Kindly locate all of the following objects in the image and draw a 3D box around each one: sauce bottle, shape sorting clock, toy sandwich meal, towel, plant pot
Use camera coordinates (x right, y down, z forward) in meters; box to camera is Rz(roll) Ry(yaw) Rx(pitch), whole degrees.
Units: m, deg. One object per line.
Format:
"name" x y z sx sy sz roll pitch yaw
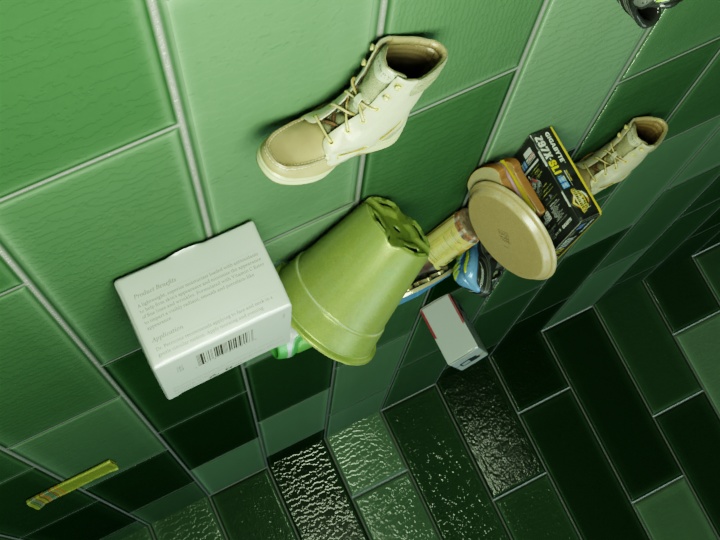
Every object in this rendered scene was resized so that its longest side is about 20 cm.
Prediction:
"sauce bottle" 0.135 -0.038 1.816 0.065 0.067 0.199 -13 164 -42
"shape sorting clock" 0.084 0.033 1.953 0.198 0.040 0.200 -28 -179 1
"toy sandwich meal" 0.244 -0.078 1.618 0.070 0.206 0.206 -38 170 -19
"towel" -0.630 0.469 2.265 0.197 0.018 0.086 -26 166 -8
"plant pot" 0.000 0.000 1.511 0.190 0.201 0.199 -48 157 26

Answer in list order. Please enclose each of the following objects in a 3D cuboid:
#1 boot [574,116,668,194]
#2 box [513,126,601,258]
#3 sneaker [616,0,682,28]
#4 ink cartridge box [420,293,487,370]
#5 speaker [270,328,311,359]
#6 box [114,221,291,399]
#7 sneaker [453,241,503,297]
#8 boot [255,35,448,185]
"boot" 0.432 -0.192 1.801 0.198 0.074 0.156 -22 165 -28
"box" 0.292 -0.110 1.658 0.049 0.162 0.200 -21 164 -20
"sneaker" 0.328 -0.332 1.119 0.070 0.084 0.200 -25 165 -7
"ink cartridge box" 0.223 0.147 2.437 0.082 0.147 0.200 -31 166 8
"speaker" -0.071 0.085 1.822 0.197 0.089 0.089 -22 165 -20
"box" -0.206 0.058 1.393 0.196 0.132 0.200 -24 166 -11
"sneaker" 0.218 -0.021 1.848 0.071 0.083 0.201 -38 -162 34
"boot" -0.009 -0.171 1.088 0.198 0.073 0.155 -24 167 -33
